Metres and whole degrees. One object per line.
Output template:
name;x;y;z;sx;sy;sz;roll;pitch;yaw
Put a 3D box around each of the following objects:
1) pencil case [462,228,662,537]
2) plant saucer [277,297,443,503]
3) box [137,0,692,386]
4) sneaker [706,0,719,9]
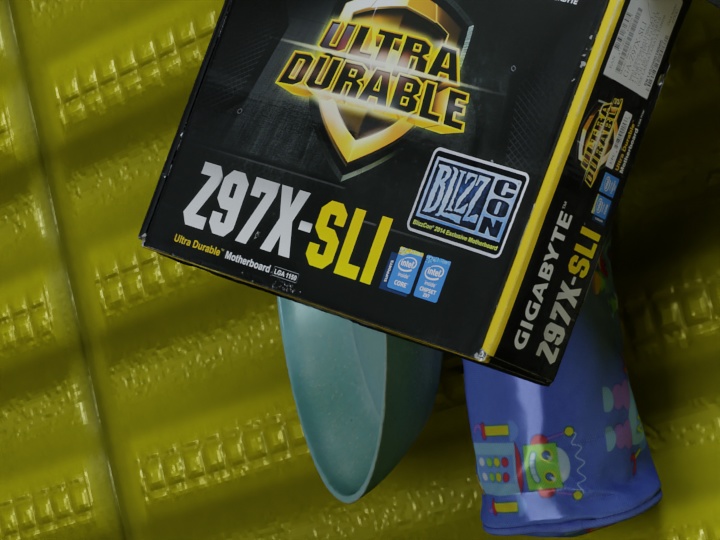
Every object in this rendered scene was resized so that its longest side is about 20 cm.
pencil case;0.076;0.010;1.172;0.078;0.087;0.200;-7;91;19
plant saucer;0.000;0.000;1.229;0.200;0.036;0.200;175;90;-76
box;0.017;-0.057;1.097;0.200;0.049;0.160;19;89;43
sneaker;0.126;-0.173;1.064;0.077;0.076;0.200;-43;35;29
